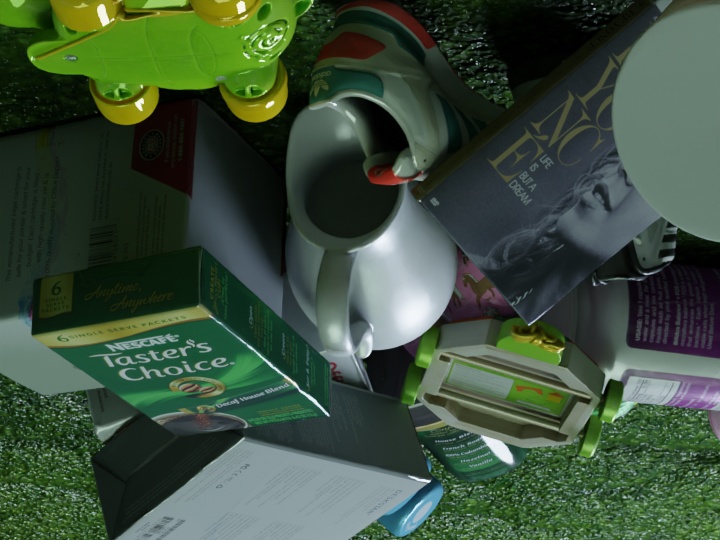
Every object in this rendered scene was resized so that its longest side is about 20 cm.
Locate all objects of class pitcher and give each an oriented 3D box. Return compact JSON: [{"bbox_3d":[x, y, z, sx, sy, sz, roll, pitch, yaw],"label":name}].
[{"bbox_3d":[0.000,0.000,1.341,0.121,0.172,0.200,4,157,10],"label":"pitcher"}]

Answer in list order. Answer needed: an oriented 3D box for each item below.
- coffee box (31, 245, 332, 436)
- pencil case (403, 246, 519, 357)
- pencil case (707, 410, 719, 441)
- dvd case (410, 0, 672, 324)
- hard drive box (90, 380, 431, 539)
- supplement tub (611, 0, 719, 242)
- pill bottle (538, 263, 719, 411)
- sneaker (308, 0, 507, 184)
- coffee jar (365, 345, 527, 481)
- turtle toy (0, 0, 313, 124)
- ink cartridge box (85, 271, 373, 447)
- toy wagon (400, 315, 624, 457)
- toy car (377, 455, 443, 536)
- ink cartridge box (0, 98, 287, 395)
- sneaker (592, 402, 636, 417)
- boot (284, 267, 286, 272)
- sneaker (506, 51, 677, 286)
[{"bbox_3d":[-0.112,0.051,1.263,0.123,0.044,0.200,-9,153,19],"label":"coffee box"},{"bbox_3d":[0.092,0.005,1.461,0.086,0.083,0.200,10,156,-20],"label":"pencil case"},{"bbox_3d":[0.400,0.103,1.676,0.200,0.088,0.087,-16,151,34],"label":"pencil case"},{"bbox_3d":[0.145,-0.069,1.196,0.200,0.016,0.149,-40,133,4],"label":"dvd case"},{"bbox_3d":[-0.073,0.149,1.466,0.156,0.077,0.200,-38,143,29],"label":"hard drive box"},{"bbox_3d":[0.232,-0.100,1.039,0.140,0.141,0.200,-17,-174,37],"label":"supplement tub"},{"bbox_3d":[0.224,0.048,1.516,0.200,0.112,0.112,7,156,-10],"label":"pill bottle"},{"bbox_3d":[0.044,-0.074,1.196,0.200,0.093,0.070,41,148,-25],"label":"sneaker"},{"bbox_3d":[0.074,0.103,1.661,0.085,0.104,0.200,-17,153,17],"label":"coffee jar"},{"bbox_3d":[-0.124,-0.155,1.079,0.200,0.101,0.146,0,156,5],"label":"turtle toy"},{"bbox_3d":[-0.099,0.087,1.512,0.200,0.084,0.145,-19,150,2],"label":"ink cartridge box"},{"bbox_3d":[0.117,0.078,1.453,0.155,0.040,0.200,16,151,0],"label":"toy wagon"},{"bbox_3d":[-0.066,0.186,1.649,0.184,0.200,0.177,41,172,18],"label":"toy car"},{"bbox_3d":[-0.172,-0.011,1.360,0.200,0.146,0.145,-8,155,23],"label":"ink cartridge box"},{"bbox_3d":[0.227,0.073,1.639,0.200,0.078,0.085,-9,149,2],"label":"sneaker"},{"bbox_3d":[-0.108,0.041,1.578,0.075,0.074,0.200,5,154,-23],"label":"boot"},{"bbox_3d":[0.161,-0.058,1.268,0.076,0.116,0.200,-13,152,31],"label":"sneaker"}]
